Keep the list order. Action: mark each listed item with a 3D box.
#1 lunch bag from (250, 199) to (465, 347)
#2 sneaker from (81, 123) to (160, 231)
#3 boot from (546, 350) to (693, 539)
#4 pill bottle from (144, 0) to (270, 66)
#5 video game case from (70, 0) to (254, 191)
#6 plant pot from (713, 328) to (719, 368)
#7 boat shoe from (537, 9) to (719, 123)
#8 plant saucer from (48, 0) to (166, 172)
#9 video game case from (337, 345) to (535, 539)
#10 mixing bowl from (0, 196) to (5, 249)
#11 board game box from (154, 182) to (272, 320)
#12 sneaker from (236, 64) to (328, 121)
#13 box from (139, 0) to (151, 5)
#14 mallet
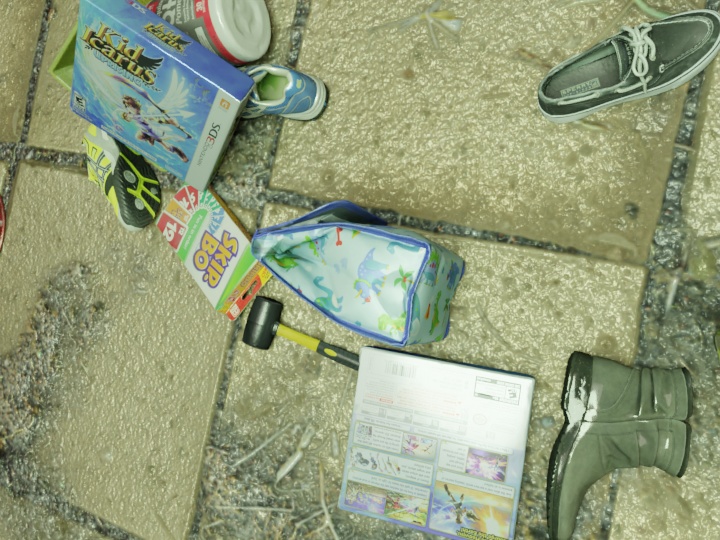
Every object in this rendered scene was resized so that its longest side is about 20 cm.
[{"bbox_3d":[0.000,0.000,0.673,0.196,0.169,0.130,15,90,23],"label":"lunch bag"},{"bbox_3d":[-0.350,-0.136,0.883,0.076,0.075,0.203,-34,64,22],"label":"sneaker"},{"bbox_3d":[0.261,0.188,0.612,0.128,0.068,0.205,11,90,16],"label":"boot"},{"bbox_3d":[-0.228,-0.319,0.820,0.196,0.110,0.114,-5,83,30],"label":"pill bottle"},{"bbox_3d":[-0.247,-0.211,0.737,0.198,0.046,0.181,31,141,-11],"label":"video game case"},{"bbox_3d":[0.404,0.114,0.495,0.178,0.199,0.204,-9,82,26],"label":"plant pot"},{"bbox_3d":[0.282,-0.222,0.639,0.195,0.068,0.075,-15,80,19],"label":"boat shoe"},{"bbox_3d":[-0.280,-0.249,0.797,0.198,0.199,0.048,-23,34,43],"label":"plant saucer"},{"bbox_3d":[0.084,0.193,0.681,0.195,0.045,0.186,8,87,17],"label":"video game case"},{"bbox_3d":[-0.692,-0.075,0.986,0.196,0.108,0.205,-3,83,21],"label":"mixing bowl"},{"bbox_3d":[-0.199,-0.035,0.820,0.096,0.030,0.200,-48,66,11],"label":"board game box"},{"bbox_3d":[-0.141,-0.243,0.803,0.196,0.077,0.078,5,88,25],"label":"sneaker"},{"bbox_3d":[-0.285,-0.426,0.891,0.196,0.050,0.077,12,88,22],"label":"box"},{"bbox_3d":[-0.062,0.102,0.762,0.197,0.041,0.067,28,94,17],"label":"mallet"}]
